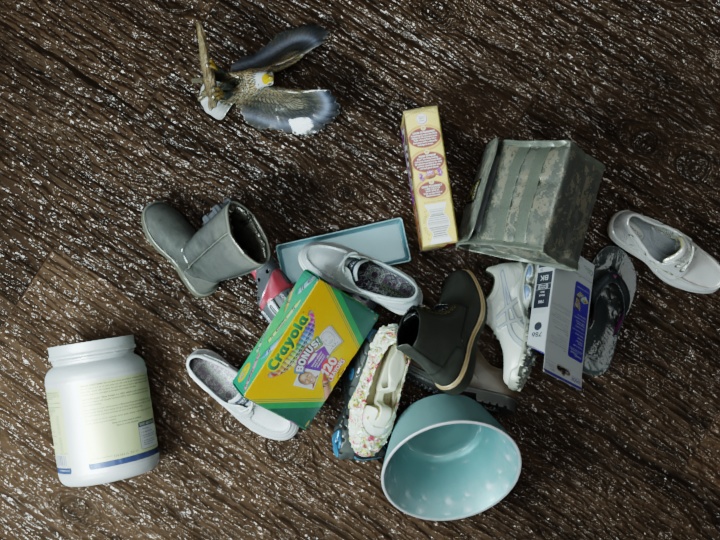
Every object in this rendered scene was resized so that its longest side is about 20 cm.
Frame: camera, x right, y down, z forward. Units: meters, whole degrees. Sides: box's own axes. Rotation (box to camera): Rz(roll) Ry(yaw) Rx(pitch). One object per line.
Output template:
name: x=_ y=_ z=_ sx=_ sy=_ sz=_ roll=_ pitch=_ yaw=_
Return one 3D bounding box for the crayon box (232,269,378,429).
crayon box: x=-0.079 y=0.114 z=1.269 sx=0.119 sy=0.058 sz=0.200 roll=33 pitch=89 yaw=-29

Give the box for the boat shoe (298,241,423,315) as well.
boat shoe: x=0.000 y=0.001 z=1.291 sx=0.201 sy=0.072 sz=0.070 roll=23 pitch=72 yaw=10

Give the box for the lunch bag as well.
lunch bag: x=0.227 y=-0.100 z=1.268 sx=0.118 sy=0.200 sz=0.164 roll=22 pitch=82 yaw=-41

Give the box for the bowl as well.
bowl: x=0.123 y=0.257 z=1.270 sx=0.201 sy=0.105 sz=0.201 roll=-3 pitch=124 yaw=-5

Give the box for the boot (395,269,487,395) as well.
boot: x=0.113 y=0.058 z=1.251 sx=0.077 sy=0.138 sz=0.200 roll=-20 pitch=47 yaw=33

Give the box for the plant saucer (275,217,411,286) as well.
plant saucer: x=-0.026 y=-0.026 z=1.348 sx=0.200 sy=0.019 sz=0.070 roll=-13 pitch=88 yaw=0

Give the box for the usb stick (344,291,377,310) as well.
usb stick: x=-0.038 y=0.102 z=1.337 sx=0.055 sy=0.033 sz=0.200 roll=33 pitch=89 yaw=3

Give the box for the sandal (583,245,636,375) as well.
sandal: x=0.374 y=0.061 z=1.321 sx=0.075 sy=0.048 sz=0.201 roll=12 pitch=87 yaw=0

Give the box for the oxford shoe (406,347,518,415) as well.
oxford shoe: x=0.142 y=0.151 z=1.321 sx=0.200 sy=0.073 sz=0.085 roll=17 pitch=73 yaw=-1

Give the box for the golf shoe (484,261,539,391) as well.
golf shoe: x=0.218 y=0.081 z=1.308 sx=0.097 sy=0.078 sz=0.200 roll=3 pitch=67 yaw=18

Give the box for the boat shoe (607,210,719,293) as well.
boat shoe: x=0.465 y=-0.024 z=1.309 sx=0.200 sy=0.069 sz=0.071 roll=28 pitch=86 yaw=-5

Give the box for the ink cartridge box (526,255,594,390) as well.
ink cartridge box: x=0.291 y=0.067 z=1.275 sx=0.099 sy=0.039 sz=0.200 roll=29 pitch=63 yaw=-37

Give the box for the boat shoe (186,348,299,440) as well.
boat shoe: x=-0.178 y=0.187 z=1.318 sx=0.200 sy=0.069 sz=0.072 roll=42 pitch=89 yaw=2

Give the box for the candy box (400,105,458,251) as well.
candy box: x=0.101 y=-0.132 z=1.300 sx=0.056 sy=0.117 sz=0.200 roll=-10 pitch=89 yaw=1

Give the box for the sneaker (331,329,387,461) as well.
sneaker: x=0.013 y=0.188 z=1.323 sx=0.082 sy=0.073 sz=0.200 roll=10 pitch=93 yaw=-16

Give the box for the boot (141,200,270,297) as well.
boot: x=-0.227 y=-0.054 z=1.264 sx=0.073 sy=0.200 sz=0.182 roll=-42 pitch=95 yaw=-30

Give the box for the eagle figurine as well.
eagle figurine: x=-0.143 y=-0.285 z=1.322 sx=0.200 sy=0.151 sz=0.152 roll=-9 pitch=132 yaw=-28

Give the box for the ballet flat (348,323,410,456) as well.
ballet flat: x=0.029 y=0.175 z=1.256 sx=0.076 sy=0.064 sz=0.200 roll=11 pitch=92 yaw=-21

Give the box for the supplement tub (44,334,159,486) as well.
supplement tub: x=-0.380 y=0.202 z=1.284 sx=0.145 sy=0.145 sz=0.200 roll=-9 pitch=88 yaw=1

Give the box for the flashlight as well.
flashlight: x=-0.165 y=-0.009 z=1.322 sx=0.068 sy=0.068 sz=0.200 roll=-33 pitch=77 yaw=-33
